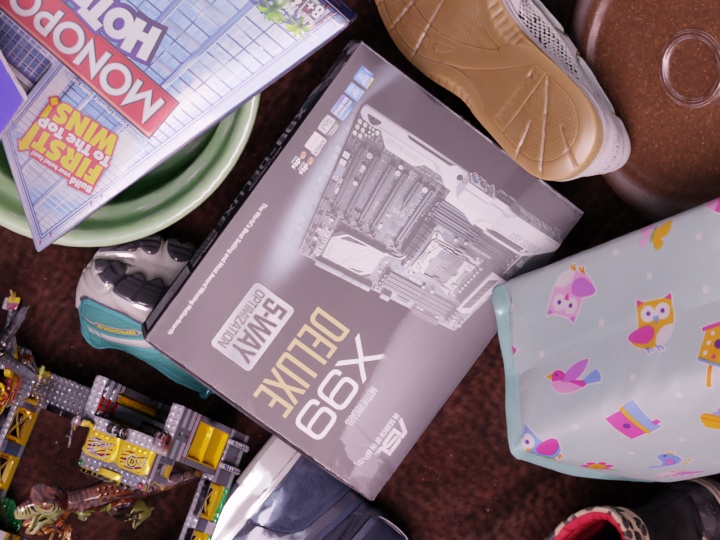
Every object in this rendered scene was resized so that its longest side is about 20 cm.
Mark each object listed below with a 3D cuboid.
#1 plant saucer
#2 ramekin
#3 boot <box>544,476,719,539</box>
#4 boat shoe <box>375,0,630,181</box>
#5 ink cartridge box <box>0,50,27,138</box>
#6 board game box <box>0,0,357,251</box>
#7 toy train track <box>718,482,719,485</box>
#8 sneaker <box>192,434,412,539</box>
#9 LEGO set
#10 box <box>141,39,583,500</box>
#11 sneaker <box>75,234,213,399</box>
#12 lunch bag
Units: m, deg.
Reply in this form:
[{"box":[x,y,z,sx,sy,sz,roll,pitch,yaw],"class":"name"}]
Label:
[{"box":[0.187,-0.110,1.143,0.200,0.037,0.201,8,104,38],"class":"plant saucer"},{"box":[-0.148,-0.120,1.190,0.199,0.098,0.201,1,101,4],"class":"ramekin"},{"box":[0.133,0.208,1.197,0.073,0.150,0.201,35,104,26],"class":"boot"},{"box":[0.076,-0.123,1.173,0.071,0.069,0.200,-46,63,24],"class":"boat shoe"},{"box":[-0.262,-0.120,1.115,0.043,0.200,0.199,-25,79,-33],"class":"ink cartridge box"},{"box":[-0.141,-0.121,1.107,0.200,0.062,0.200,40,100,-3],"class":"board game box"},{"box":[0.227,0.193,1.249,0.200,0.032,0.115,-47,67,20],"class":"toy train track"},{"box":[-0.053,0.212,1.257,0.146,0.077,0.202,40,100,-1],"class":"sneaker"},{"box":[-0.165,0.116,1.192,0.200,0.116,0.154,27,86,23],"class":"LEGO set"},{"box":[0.000,0.000,1.163,0.158,0.050,0.200,37,91,-11],"class":"box"},{"box":[-0.069,0.039,1.238,0.199,0.078,0.080,20,135,-6],"class":"sneaker"},{"box":[0.195,0.049,1.139,0.170,0.200,0.122,-23,61,35],"class":"lunch bag"}]
